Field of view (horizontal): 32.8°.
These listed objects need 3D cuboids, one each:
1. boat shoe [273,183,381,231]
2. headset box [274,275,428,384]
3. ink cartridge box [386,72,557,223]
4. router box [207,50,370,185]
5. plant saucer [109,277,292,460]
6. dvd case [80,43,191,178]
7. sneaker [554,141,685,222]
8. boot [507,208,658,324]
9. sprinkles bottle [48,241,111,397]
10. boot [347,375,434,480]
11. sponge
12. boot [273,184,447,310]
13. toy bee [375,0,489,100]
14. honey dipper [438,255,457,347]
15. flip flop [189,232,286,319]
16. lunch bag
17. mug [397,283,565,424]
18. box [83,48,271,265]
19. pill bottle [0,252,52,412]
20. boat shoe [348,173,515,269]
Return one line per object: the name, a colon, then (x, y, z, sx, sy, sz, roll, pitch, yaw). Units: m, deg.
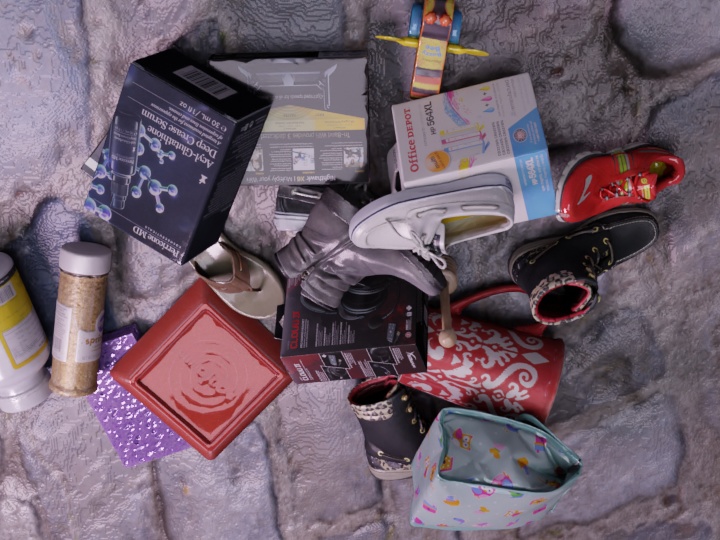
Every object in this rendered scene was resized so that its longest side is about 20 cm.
boat shoe: (-0.013, -0.086, 1.570, 0.197, 0.072, 0.072, -1, 101, -6)
headset box: (-0.014, 0.059, 1.580, 0.197, 0.150, 0.078, -5, 145, 14)
ink cartridge box: (0.127, -0.132, 1.488, 0.197, 0.130, 0.126, -13, 144, 7)
router box: (-0.086, -0.189, 1.519, 0.197, 0.052, 0.159, -1, 107, 0)
plant saucer: (-0.211, 0.143, 1.687, 0.200, 0.037, 0.199, -44, 107, 9)
dvd case: (-0.239, -0.162, 1.558, 0.148, 0.016, 0.201, 37, 101, -14)
sneaker: (0.318, -0.109, 1.487, 0.199, 0.085, 0.078, -25, 120, -31)
boot: (0.293, -0.003, 1.540, 0.201, 0.154, 0.074, -19, 111, 6)
sprinkles bottle: (-0.377, 0.065, 1.642, 0.067, 0.068, 0.203, 9, 105, -2)
boot: (0.089, 0.211, 1.694, 0.201, 0.074, 0.155, -12, 127, 12)
sponge: (-0.326, 0.181, 1.736, 0.110, 0.030, 0.202, -19, 113, 10)
boot: (0.000, 0.000, 1.525, 0.199, 0.070, 0.132, 38, 102, 9)
toy bee: (0.081, -0.287, 1.451, 0.129, 0.109, 0.202, -10, 115, 9)
honey dipper: (0.108, 0.040, 1.553, 0.037, 0.201, 0.038, 1, 115, 1)
flip flop: (-0.183, -0.008, 1.618, 0.081, 0.058, 0.200, -40, 102, 14)
lunch bag: (0.177, 0.268, 1.600, 0.197, 0.123, 0.171, 8, 147, -7)
mug: (0.163, 0.109, 1.648, 0.198, 0.179, 0.134, 17, 152, -1)
box: (-0.220, -0.137, 1.465, 0.147, 0.107, 0.202, 29, 116, 9)
pill bottle: (-0.487, 0.086, 1.652, 0.111, 0.112, 0.202, -13, 114, 9)
boat shoe: (0.084, -0.044, 1.419, 0.199, 0.087, 0.075, -12, 144, 9)
